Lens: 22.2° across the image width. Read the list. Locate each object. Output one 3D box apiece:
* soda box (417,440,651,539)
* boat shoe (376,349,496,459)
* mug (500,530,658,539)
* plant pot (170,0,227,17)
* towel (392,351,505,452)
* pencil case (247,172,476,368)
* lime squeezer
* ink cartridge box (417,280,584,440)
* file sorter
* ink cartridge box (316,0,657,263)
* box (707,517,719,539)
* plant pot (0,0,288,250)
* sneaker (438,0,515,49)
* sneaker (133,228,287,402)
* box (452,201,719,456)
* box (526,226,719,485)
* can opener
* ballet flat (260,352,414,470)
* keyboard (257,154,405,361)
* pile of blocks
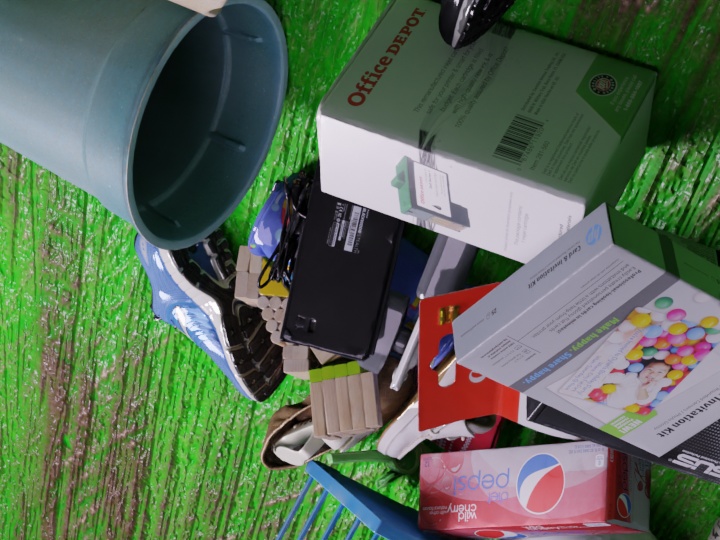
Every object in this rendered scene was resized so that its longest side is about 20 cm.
[{"bbox_3d":[0.140,0.182,1.509,0.200,0.070,0.063,-10,160,42],"label":"soda box"},{"bbox_3d":[0.081,0.112,1.529,0.069,0.071,0.200,40,137,-1],"label":"boat shoe"},{"bbox_3d":[0.183,0.286,1.607,0.200,0.148,0.176,-21,104,41],"label":"mug"},{"bbox_3d":[-0.149,-0.273,1.252,0.183,0.201,0.201,27,142,-11],"label":"plant pot"},{"bbox_3d":[0.040,0.089,1.606,0.199,0.023,0.145,28,140,8],"label":"towel"},{"bbox_3d":[0.000,0.000,1.496,0.200,0.078,0.087,33,147,1],"label":"pencil case"},{"bbox_3d":[0.026,0.169,1.646,0.070,0.038,0.200,0,168,13],"label":"lime squeezer"},{"bbox_3d":[0.145,0.071,1.411,0.199,0.047,0.160,-10,137,-9],"label":"ink cartridge box"},{"bbox_3d":[0.013,0.270,1.618,0.138,0.123,0.200,29,179,-21],"label":"file sorter"},{"bbox_3d":[0.087,-0.097,1.285,0.199,0.146,0.085,20,141,17],"label":"ink cartridge box"},{"bbox_3d":[0.369,0.219,1.478,0.082,0.068,0.200,42,140,-11],"label":"box"},{"bbox_3d":[-0.191,-0.143,1.406,0.196,0.200,0.201,23,140,25],"label":"plant pot"},{"bbox_3d":[0.076,-0.243,1.219,0.087,0.076,0.200,37,139,19],"label":"sneaker"},{"bbox_3d":[-0.133,0.031,1.635,0.089,0.079,0.200,-4,122,50],"label":"sneaker"},{"bbox_3d":[0.188,0.046,1.260,0.200,0.041,0.156,25,133,-31],"label":"box"},{"bbox_3d":[0.252,0.071,1.355,0.199,0.048,0.193,19,132,-15],"label":"box"},{"bbox_3d":[0.054,0.004,1.414,0.066,0.053,0.201,26,110,3],"label":"can opener"},{"bbox_3d":[-0.028,0.135,1.624,0.068,0.072,0.200,46,139,-14],"label":"ballet flat"},{"bbox_3d":[-0.015,-0.037,1.434,0.104,0.040,0.201,15,97,10],"label":"keyboard"},{"bbox_3d":[-0.034,0.058,1.567,0.200,0.082,0.062,59,-170,19],"label":"pile of blocks"}]
